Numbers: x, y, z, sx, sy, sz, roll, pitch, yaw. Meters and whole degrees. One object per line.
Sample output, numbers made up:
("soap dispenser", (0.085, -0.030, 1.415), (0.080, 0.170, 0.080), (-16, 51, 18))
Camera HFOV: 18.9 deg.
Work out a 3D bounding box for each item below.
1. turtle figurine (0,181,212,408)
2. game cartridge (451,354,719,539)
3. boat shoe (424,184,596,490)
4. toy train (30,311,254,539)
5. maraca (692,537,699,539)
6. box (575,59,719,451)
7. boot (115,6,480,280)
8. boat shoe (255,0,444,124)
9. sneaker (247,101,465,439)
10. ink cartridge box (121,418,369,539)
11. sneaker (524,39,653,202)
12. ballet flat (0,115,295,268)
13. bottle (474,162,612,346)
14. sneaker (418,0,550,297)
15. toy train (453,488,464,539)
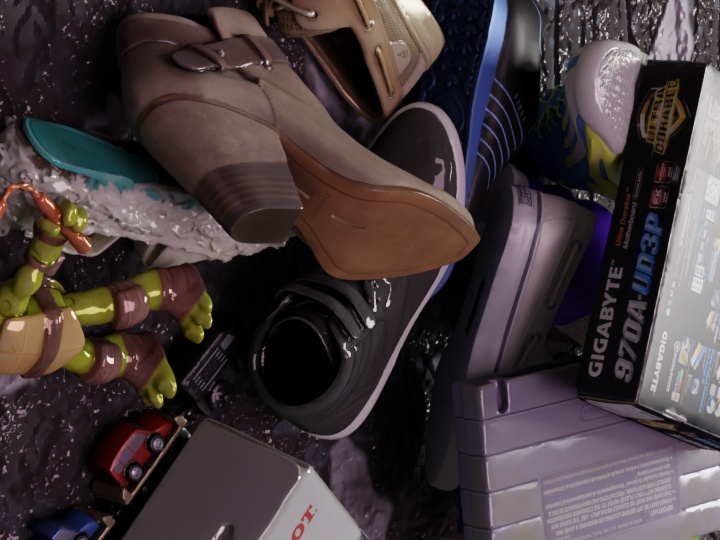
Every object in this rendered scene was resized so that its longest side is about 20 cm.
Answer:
("turtle figurine", (-0.163, 0.040, 1.096), (0.160, 0.064, 0.201), (1, 118, -43))
("game cartridge", (0.138, 0.115, 1.291), (0.199, 0.038, 0.131), (-9, 101, -39))
("boat shoe", (0.093, 0.047, 1.306), (0.069, 0.071, 0.202), (12, 110, -12))
("toy train", (-0.121, 0.103, 1.172), (0.201, 0.034, 0.046), (-54, 128, -21))
("maraca", (0.153, 0.169, 1.392), (0.136, 0.107, 0.202), (12, 76, -8))
("box", (0.203, -0.004, 1.272), (0.158, 0.046, 0.202), (22, 78, -50))
("boot", (-0.036, -0.074, 1.142), (0.199, 0.147, 0.070), (10, 133, -46))
("boat shoe", (-0.021, -0.156, 1.179), (0.200, 0.071, 0.065), (46, 68, -42))
("sneaker", (0.000, 0.000, 1.198), (0.202, 0.070, 0.099), (-68, 165, 3))
("ink cartridge box", (-0.057, 0.197, 1.199), (0.147, 0.083, 0.200), (-56, 143, -19))
("sneaker", (0.134, -0.084, 1.311), (0.200, 0.104, 0.076), (45, 60, -59))
("ballet flat", (-0.118, -0.035, 1.132), (0.199, 0.071, 0.072), (12, 92, -43))
("bottle", (0.142, 0.000, 1.371), (0.199, 0.065, 0.084), (35, 42, -35))
("sneaker", (0.065, -0.073, 1.285), (0.078, 0.070, 0.202), (16, 91, -48))
("toy train", (0.054, 0.203, 1.344), (0.034, 0.046, 0.201), (31, 84, -51))
